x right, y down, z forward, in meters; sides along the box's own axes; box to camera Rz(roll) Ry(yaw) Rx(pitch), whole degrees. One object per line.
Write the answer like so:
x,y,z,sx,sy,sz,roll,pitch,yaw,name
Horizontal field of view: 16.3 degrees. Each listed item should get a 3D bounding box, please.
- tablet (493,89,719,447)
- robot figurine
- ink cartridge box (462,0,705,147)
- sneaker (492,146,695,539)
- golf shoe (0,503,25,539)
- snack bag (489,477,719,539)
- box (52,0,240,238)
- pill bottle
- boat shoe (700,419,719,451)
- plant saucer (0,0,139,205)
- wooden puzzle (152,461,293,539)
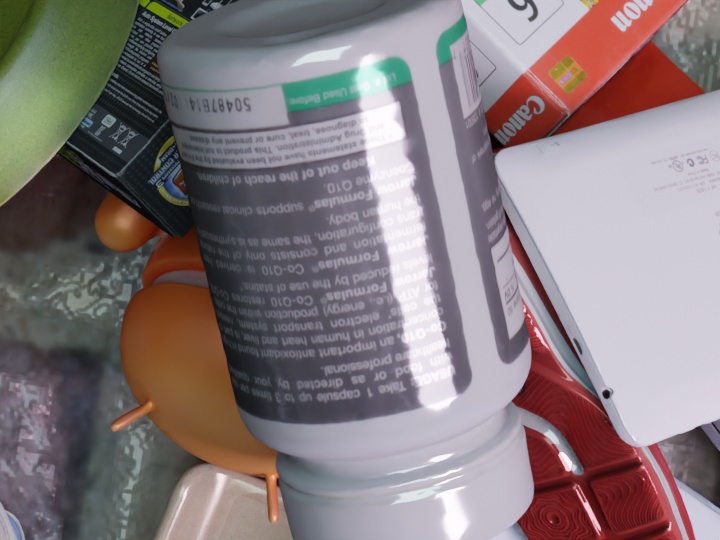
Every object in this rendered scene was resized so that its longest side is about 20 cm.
0.150,-0.011,1.033,0.200,0.014,0.130,-17,76,-39,tablet
-0.029,0.000,1.052,0.116,0.144,0.200,12,63,30,robot figurine
0.086,-0.109,1.093,0.200,0.050,0.109,45,55,2,ink cartridge box
0.098,0.036,1.033,0.116,0.078,0.200,-44,110,-46,sneaker
-0.219,0.062,1.057,0.200,0.097,0.078,45,85,3,golf shoe
0.094,0.156,1.044,0.188,0.021,0.200,35,59,-20,snack bag
-0.079,-0.115,1.040,0.160,0.200,0.044,-48,128,-7,box
0.000,0.000,0.925,0.113,0.113,0.200,-13,107,-5,pill bottle
0.214,0.093,1.076,0.071,0.072,0.200,-40,105,-5,boat shoe
-0.179,-0.091,1.038,0.200,0.200,0.031,-51,132,-6,plant saucer
-0.016,0.197,1.076,0.200,0.037,0.185,22,95,-6,wooden puzzle
